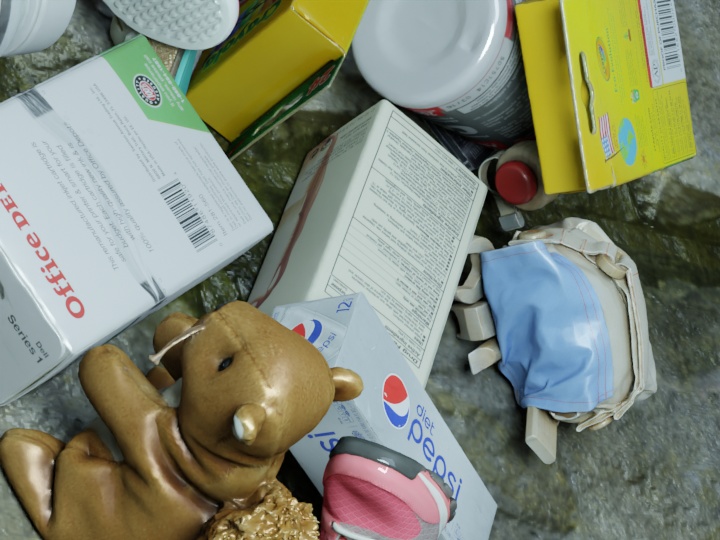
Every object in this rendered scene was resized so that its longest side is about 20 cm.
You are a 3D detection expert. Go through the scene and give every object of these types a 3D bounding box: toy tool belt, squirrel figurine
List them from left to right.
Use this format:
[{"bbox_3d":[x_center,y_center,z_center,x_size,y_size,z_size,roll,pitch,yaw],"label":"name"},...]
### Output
[{"bbox_3d":[-0.073,0.114,1.261,0.141,0.187,0.200,-12,73,-47],"label":"squirrel figurine"},{"bbox_3d":[0.120,0.019,1.555,0.123,0.125,0.200,-31,103,-47],"label":"toy tool belt"}]

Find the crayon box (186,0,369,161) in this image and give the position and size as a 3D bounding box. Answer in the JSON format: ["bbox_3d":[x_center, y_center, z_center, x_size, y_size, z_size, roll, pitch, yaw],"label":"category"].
[{"bbox_3d":[-0.046,-0.168,1.515,0.051,0.127,0.200,39,43,-19],"label":"crayon box"}]

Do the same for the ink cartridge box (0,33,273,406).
[{"bbox_3d":[-0.167,-0.032,1.342,0.146,0.084,0.200,56,41,0],"label":"ink cartridge box"}]

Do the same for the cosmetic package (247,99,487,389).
[{"bbox_3d":[0.000,0.000,1.482,0.103,0.087,0.200,41,42,-19],"label":"cosmetic package"}]

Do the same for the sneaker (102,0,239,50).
[{"bbox_3d":[-0.141,-0.217,1.454,0.200,0.075,0.105,32,36,15],"label":"sneaker"}]

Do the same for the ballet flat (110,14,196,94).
[{"bbox_3d":[-0.126,-0.163,1.496,0.065,0.071,0.200,19,44,0],"label":"ballet flat"}]

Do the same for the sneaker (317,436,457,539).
[{"bbox_3d":[0.005,0.174,1.316,0.074,0.200,0.087,18,54,14],"label":"sneaker"}]

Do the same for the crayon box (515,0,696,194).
[{"bbox_3d":[0.159,-0.123,1.526,0.200,0.051,0.127,-18,101,-62],"label":"crayon box"}]

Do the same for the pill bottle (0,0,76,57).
[{"bbox_3d":[-0.264,-0.162,1.308,0.200,0.114,0.114,-14,76,-48],"label":"pill bottle"}]

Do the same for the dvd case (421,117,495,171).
[{"bbox_3d":[0.052,-0.183,1.705,0.200,0.016,0.149,52,42,-7],"label":"dvd case"}]

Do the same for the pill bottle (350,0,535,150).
[{"bbox_3d":[0.086,-0.146,1.587,0.200,0.114,0.114,20,50,-59],"label":"pill bottle"}]

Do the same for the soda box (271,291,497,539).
[{"bbox_3d":[0.010,0.107,1.390,0.200,0.063,0.068,57,36,-35],"label":"soda box"}]
